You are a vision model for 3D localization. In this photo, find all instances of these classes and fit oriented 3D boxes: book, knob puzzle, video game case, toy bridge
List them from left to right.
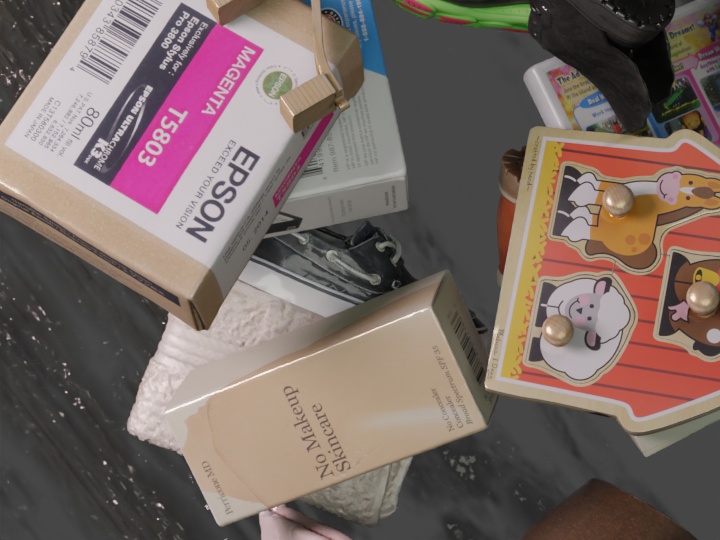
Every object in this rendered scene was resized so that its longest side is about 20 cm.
[{"bbox_3d":[-0.062,-0.174,1.340,0.067,0.027,0.201,-31,72,-11],"label":"toy bridge"},{"bbox_3d":[0.187,0.003,1.360,0.218,0.030,0.221,-3,70,9],"label":"knob puzzle"},{"bbox_3d":[0.221,0.055,1.451,0.133,0.200,0.048,-25,99,1],"label":"book"},{"bbox_3d":[0.228,-0.083,1.460,0.199,0.024,0.183,-23,83,-24],"label":"video game case"}]

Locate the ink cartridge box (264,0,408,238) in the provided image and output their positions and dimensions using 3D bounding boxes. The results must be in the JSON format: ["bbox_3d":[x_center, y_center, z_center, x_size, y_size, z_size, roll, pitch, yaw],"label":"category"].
[{"bbox_3d":[-0.078,-0.098,1.452,0.198,0.084,0.146,-11,76,-1],"label":"ink cartridge box"}]

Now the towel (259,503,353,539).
[{"bbox_3d":[-0.011,0.270,1.484,0.032,0.191,0.202,-10,99,-25],"label":"towel"}]

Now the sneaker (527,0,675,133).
[{"bbox_3d":[0.125,-0.178,1.386,0.200,0.104,0.060,40,68,-1],"label":"sneaker"}]

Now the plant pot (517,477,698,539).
[{"bbox_3d":[0.144,0.249,1.502,0.186,0.187,0.201,33,81,-7],"label":"plant pot"}]

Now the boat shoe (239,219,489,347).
[{"bbox_3d":[0.000,0.000,1.503,0.199,0.072,0.068,21,98,2],"label":"boat shoe"}]

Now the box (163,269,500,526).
[{"bbox_3d":[-0.018,0.084,1.448,0.199,0.078,0.095,-23,102,18],"label":"box"}]

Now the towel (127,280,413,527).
[{"bbox_3d":[-0.051,0.087,1.528,0.199,0.034,0.133,20,96,-5],"label":"towel"}]

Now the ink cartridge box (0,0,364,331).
[{"bbox_3d":[-0.116,-0.092,1.369,0.164,0.075,0.201,29,76,11],"label":"ink cartridge box"}]

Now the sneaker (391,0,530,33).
[{"bbox_3d":[0.090,-0.204,1.477,0.198,0.077,0.085,6,93,-14],"label":"sneaker"}]

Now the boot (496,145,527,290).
[{"bbox_3d":[0.186,-0.026,1.512,0.198,0.075,0.108,1,118,-9],"label":"boot"}]
